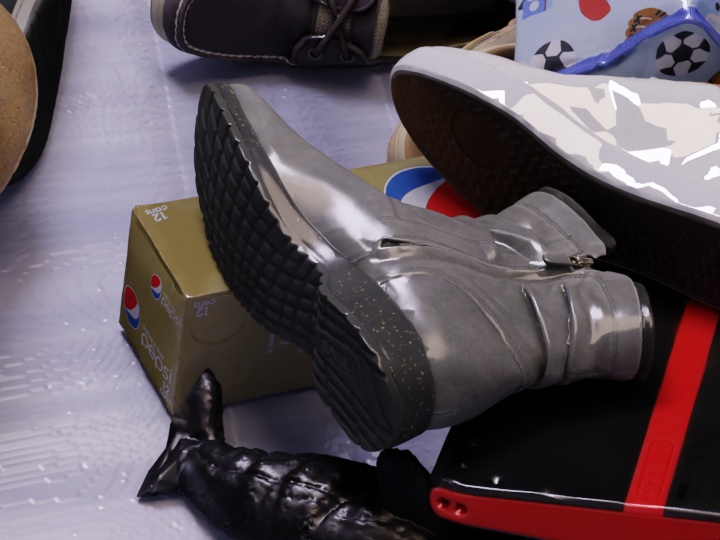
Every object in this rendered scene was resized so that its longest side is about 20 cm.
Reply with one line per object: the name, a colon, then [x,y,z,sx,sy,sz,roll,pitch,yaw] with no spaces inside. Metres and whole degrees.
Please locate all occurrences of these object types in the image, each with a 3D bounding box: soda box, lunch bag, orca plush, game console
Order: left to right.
soda box: [0.000,0.000,1.183,0.199,0.068,0.064,-11,43,-24]
orca plush: [0.011,0.086,1.074,0.200,0.071,0.105,33,43,27]
game console: [0.132,0.051,1.076,0.176,0.031,0.200,6,31,14]
lunch bag: [0.158,-0.112,1.263,0.200,0.123,0.171,31,49,-41]

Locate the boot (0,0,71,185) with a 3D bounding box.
boot: [-0.218,-0.115,1.287,0.153,0.074,0.204,2,42,2]

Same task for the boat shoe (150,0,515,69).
boat shoe: [-0.004,-0.133,1.350,0.199,0.072,0.065,-6,35,-28]

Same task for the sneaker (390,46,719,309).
sneaker: [0.108,-0.051,1.144,0.199,0.073,0.085,28,54,25]

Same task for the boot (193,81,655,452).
boot: [0.023,-0.010,1.093,0.130,0.068,0.200,-14,46,-26]

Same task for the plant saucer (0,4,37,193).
plant saucer: [-0.241,-0.072,1.191,0.199,0.036,0.201,-6,52,8]

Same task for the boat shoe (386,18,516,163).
boat shoe: [0.068,-0.076,1.306,0.064,0.072,0.200,-11,15,42]
